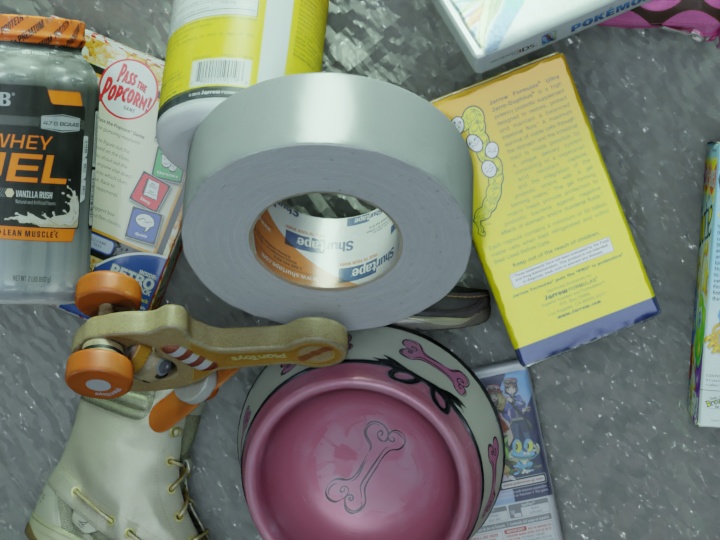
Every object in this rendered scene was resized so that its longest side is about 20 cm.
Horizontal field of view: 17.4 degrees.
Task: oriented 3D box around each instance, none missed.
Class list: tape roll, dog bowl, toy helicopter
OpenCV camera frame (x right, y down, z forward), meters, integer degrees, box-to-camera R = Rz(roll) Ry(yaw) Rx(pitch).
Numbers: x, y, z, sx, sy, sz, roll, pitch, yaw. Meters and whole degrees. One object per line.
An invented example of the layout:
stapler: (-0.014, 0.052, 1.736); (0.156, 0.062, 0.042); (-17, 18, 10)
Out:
tape roll: (-0.022, -0.044, 1.608); (0.199, 0.201, 0.066); (0, 50, 3)
dog bowl: (0.003, 0.143, 1.694); (0.199, 0.074, 0.201); (3, 109, 8)
toy helicopter: (-0.104, 0.061, 1.653); (0.199, 0.132, 0.079); (-4, 59, 11)

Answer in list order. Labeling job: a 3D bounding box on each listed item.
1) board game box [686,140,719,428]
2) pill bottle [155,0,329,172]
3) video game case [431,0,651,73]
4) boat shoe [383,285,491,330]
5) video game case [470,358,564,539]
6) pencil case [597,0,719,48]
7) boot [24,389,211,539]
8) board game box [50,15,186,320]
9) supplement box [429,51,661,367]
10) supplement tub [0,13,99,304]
board game box: (0.296, 0.011, 1.699); (0.104, 0.103, 0.201); (4, 94, 3)
pill bottle: (-0.080, -0.170, 1.678); (0.111, 0.112, 0.201); (4, 64, 3)
video game case: (0.119, -0.249, 1.665); (0.181, 0.022, 0.201); (-23, 61, -10)
boat shoe: (0.000, 0.000, 1.731); (0.199, 0.074, 0.074); (9, 94, 2)
video game case: (0.045, 0.174, 1.765); (0.199, 0.023, 0.183); (-11, 93, 5)
pencil case: (0.171, -0.212, 1.701); (0.199, 0.091, 0.094); (3, 88, 6)
boot: (-0.134, 0.162, 1.751); (0.199, 0.072, 0.155); (20, 93, 5)
board game box: (-0.194, -0.068, 1.752); (0.151, 0.046, 0.201); (23, 94, 2)
supplement box: (0.130, -0.045, 1.703); (0.109, 0.109, 0.201); (-21, 92, 4)
supplement tub: (-0.248, -0.080, 1.670); (0.122, 0.123, 0.201); (3, 93, 3)
